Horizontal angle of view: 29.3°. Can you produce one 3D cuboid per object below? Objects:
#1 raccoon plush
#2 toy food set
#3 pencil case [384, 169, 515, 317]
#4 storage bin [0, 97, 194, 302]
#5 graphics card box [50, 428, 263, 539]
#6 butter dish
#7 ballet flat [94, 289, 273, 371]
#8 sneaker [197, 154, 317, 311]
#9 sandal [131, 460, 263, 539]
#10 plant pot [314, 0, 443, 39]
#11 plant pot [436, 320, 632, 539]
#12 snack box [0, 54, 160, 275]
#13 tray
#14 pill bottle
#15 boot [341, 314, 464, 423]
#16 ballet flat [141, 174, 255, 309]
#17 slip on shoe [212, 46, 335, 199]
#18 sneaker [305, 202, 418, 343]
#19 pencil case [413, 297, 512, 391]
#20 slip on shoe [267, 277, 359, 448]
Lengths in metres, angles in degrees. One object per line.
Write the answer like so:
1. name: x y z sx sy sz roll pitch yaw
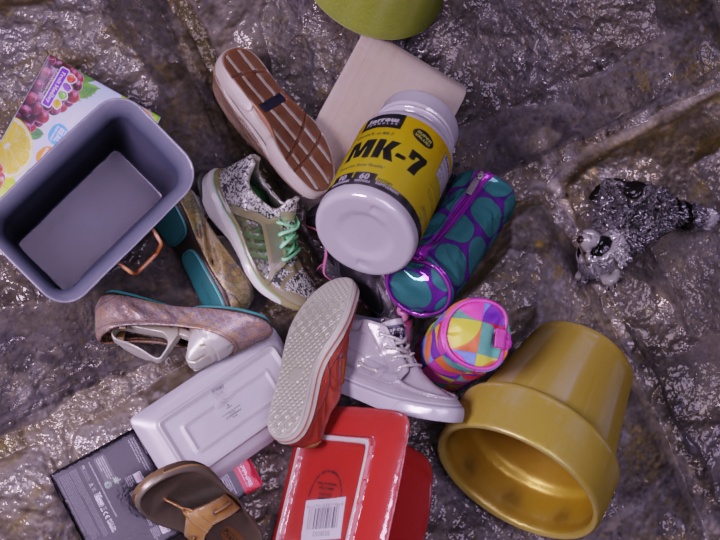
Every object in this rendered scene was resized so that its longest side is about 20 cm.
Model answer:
1. raccoon plush: 0.349 -0.030 1.671 0.198 0.097 0.136 13 87 -13
2. toy food set: 0.020 -0.168 1.621 0.142 0.060 0.202 29 84 -9
3. pencil case: 0.103 -0.035 1.566 0.084 0.093 0.200 15 43 21
4. storage bin: -0.270 -0.056 1.423 0.146 0.134 0.200 44 77 -3
5. graphics card box: -0.221 0.228 1.494 0.199 0.051 0.126 -29 90 -19
6. butter dish: 0.012 0.261 1.503 0.147 0.199 0.202 24 73 -35
7. ballet flat: -0.195 0.072 1.498 0.197 0.068 0.068 7 59 8
8. sneaker: -0.096 -0.043 1.532 0.201 0.088 0.077 53 29 -9
9. sandal: -0.159 0.264 1.447 0.080 0.054 0.200 -44 132 -4
10. plant pot: 0.047 -0.396 1.555 0.185 0.200 0.189 10 61 -18
11. plant pot: 0.215 0.167 1.557 0.200 0.201 0.190 38 60 -7
12. snack box: -0.328 -0.113 1.514 0.141 0.053 0.202 28 77 -11
13. tray: -0.141 0.153 1.492 0.199 0.022 0.108 -33 91 -28
14. pill bottle: 0.035 -0.100 1.494 0.114 0.114 0.201 34 46 -8
15. boot: 0.035 0.101 1.512 0.073 0.198 0.097 7 96 -54
16. ballet flat: -0.182 -0.038 1.543 0.070 0.071 0.201 -30 90 -17
17. slip on shoe: -0.103 -0.158 1.559 0.076 0.061 0.201 -33 80 -40
18. sneaker: 0.000 0.000 1.587 0.094 0.079 0.202 -22 98 16
19. pencil case: 0.113 0.085 1.535 0.087 0.200 0.090 1 80 -6
20. slip on shoe: -0.045 0.101 1.505 0.061 0.073 0.202 41 58 -46
